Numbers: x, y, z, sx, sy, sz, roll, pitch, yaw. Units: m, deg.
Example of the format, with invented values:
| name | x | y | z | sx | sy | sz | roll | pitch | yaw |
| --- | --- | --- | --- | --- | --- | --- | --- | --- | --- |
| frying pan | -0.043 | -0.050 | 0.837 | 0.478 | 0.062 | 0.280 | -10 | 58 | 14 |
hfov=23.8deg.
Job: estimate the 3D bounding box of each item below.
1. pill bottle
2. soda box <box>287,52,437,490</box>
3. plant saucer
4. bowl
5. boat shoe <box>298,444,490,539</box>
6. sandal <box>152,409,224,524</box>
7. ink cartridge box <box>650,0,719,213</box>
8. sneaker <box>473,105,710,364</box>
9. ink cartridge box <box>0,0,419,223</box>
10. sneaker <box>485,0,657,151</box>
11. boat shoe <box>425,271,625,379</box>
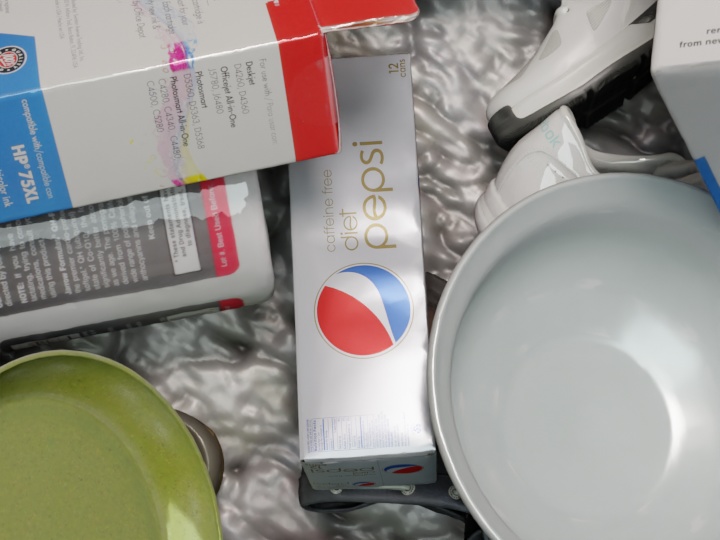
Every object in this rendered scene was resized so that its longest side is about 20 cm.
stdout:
| name | x | y | z | sx | sy | sz | roll | pitch | yaw |
| --- | --- | --- | --- | --- | --- | --- | --- | --- | --- |
| pill bottle | -0.147 | -0.022 | 0.819 | 0.199 | 0.111 | 0.111 | -10 | 91 | -5 |
| soda box | 0.000 | 0.000 | 0.821 | 0.063 | 0.068 | 0.201 | -3 | 71 | 2 |
| plant saucer | -0.139 | 0.137 | 0.775 | 0.031 | 0.200 | 0.201 | -9 | 91 | 37 |
| bowl | 0.115 | 0.063 | 0.775 | 0.200 | 0.090 | 0.202 | 4 | 73 | -14 |
| boat shoe | 0.064 | 0.121 | 0.850 | 0.199 | 0.073 | 0.063 | 19 | 66 | 3 |
| sandal | -0.168 | 0.100 | 0.845 | 0.199 | 0.055 | 0.082 | 4 | 89 | -5 |
| ink cartridge box | 0.190 | -0.135 | 0.734 | 0.084 | 0.146 | 0.201 | -4 | 61 | 26 |
| sneaker | 0.161 | -0.012 | 0.843 | 0.200 | 0.075 | 0.089 | 26 | 117 | -14 |
| ink cartridge box | -0.079 | -0.097 | 0.759 | 0.199 | 0.116 | 0.067 | -11 | 130 | -5 |
| sneaker | 0.123 | -0.154 | 0.873 | 0.200 | 0.076 | 0.115 | -37 | 80 | -6 |
| boat shoe | 0.115 | 0.049 | 0.860 | 0.199 | 0.073 | 0.065 | 13 | 94 | -4 |
